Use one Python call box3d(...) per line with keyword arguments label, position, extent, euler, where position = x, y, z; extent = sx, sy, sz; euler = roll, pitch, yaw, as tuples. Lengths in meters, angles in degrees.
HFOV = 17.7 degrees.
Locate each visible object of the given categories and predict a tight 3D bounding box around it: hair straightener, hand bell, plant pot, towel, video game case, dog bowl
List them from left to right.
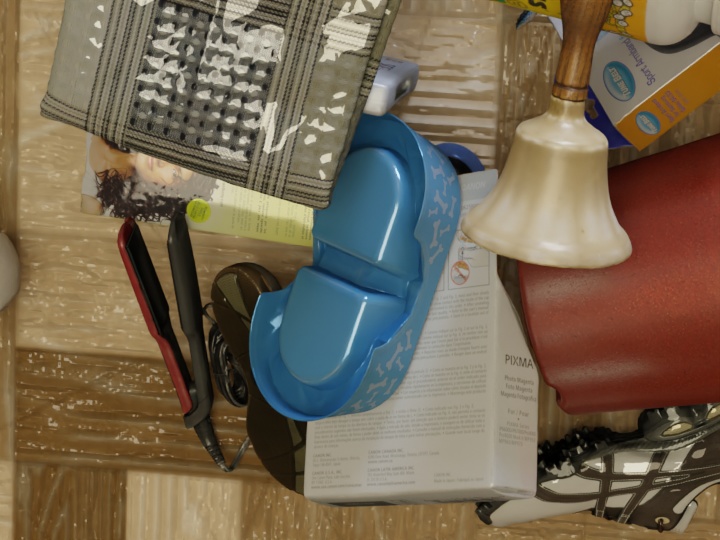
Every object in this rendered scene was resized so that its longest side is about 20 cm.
box3d(label="hair straightener", position=(-0.103, 0.050, 1.578), extent=(0.077, 0.041, 0.201), euler=(-8, 116, 14))
box3d(label="towel", position=(-0.079, -0.150, 1.364), extent=(0.192, 0.035, 0.201), euler=(20, 111, 3))
box3d(label="video game case", position=(-0.068, -0.139, 1.483), extent=(0.199, 0.182, 0.023), euler=(13, 101, 5))
box3d(label="dog bowl", position=(0.000, 0.000, 1.462), extent=(0.111, 0.049, 0.201), euler=(24, 98, 44))
box3d(label="hand bell", position=(0.123, -0.112, 1.353), extent=(0.104, 0.104, 0.201), euler=(9, 110, 6))
box3d(label="plant pot", position=(0.211, 0.003, 1.476), extent=(0.194, 0.201, 0.202), euler=(-11, 100, 18))

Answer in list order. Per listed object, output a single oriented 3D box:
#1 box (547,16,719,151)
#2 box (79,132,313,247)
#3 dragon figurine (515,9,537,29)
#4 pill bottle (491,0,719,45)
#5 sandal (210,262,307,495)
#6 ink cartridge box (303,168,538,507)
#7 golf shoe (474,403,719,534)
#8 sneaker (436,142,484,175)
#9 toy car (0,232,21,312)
box3d(label="box", position=(0.206, -0.167, 1.475), extent=(0.200, 0.119, 0.041), euler=(-37, 136, 12))
box3d(label="box", position=(-0.086, -0.063, 1.569), extent=(0.199, 0.050, 0.076), euler=(7, 103, 6))
box3d(label="dragon figurine", position=(0.104, -0.264, 1.497), extent=(0.099, 0.059, 0.201), euler=(19, 103, 4))
box3d(label="pill bottle", position=(0.155, -0.200, 1.397), extent=(0.199, 0.113, 0.113), euler=(17, 103, 15))
box3d(label="sandal", position=(-0.045, 0.072, 1.569), extent=(0.081, 0.055, 0.201), euler=(6, 127, 40))
box3d(label="ink cartridge box", position=(0.039, 0.048, 1.481), extent=(0.162, 0.057, 0.201), euler=(-8, 72, 42))
box3d(label="golf shoe", position=(0.176, 0.146, 1.560), extent=(0.199, 0.078, 0.095), euler=(-23, 97, 13))
box3d(label="sneaker", position=(0.041, 0.017, 1.552), extent=(0.070, 0.078, 0.201), euler=(13, 103, 5))
box3d(label="toy car", position=(-0.344, 0.006, 1.568), extent=(0.175, 0.150, 0.200), euler=(44, 104, -2))
